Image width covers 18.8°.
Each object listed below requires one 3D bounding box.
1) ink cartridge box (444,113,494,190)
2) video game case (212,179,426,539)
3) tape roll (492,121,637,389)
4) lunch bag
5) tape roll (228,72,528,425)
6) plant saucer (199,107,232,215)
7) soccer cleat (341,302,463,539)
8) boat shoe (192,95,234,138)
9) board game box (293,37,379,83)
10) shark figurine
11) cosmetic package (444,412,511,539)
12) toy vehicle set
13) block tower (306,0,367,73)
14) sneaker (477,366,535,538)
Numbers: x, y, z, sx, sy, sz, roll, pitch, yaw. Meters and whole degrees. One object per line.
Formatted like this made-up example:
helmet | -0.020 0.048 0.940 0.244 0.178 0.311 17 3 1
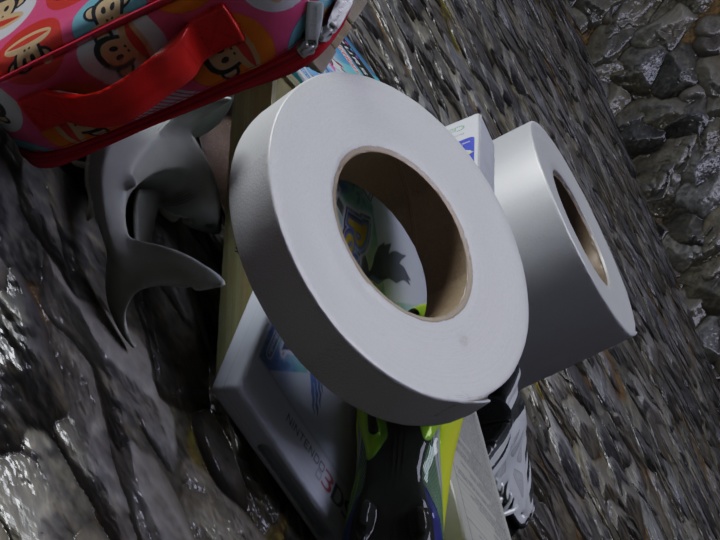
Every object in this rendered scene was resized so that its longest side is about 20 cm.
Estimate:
ink cartridge box | 0.046 -0.039 1.518 0.037 0.094 0.200 62 16 -23
video game case | -0.006 0.049 1.257 0.183 0.022 0.201 59 39 -39
tape roll | 0.128 -0.007 1.835 0.203 0.138 0.203 59 14 -25
lunch bag | -0.096 -0.134 1.053 0.082 0.199 0.177 53 29 -34
tape roll | 0.013 -0.012 1.197 0.202 0.037 0.204 29 46 -34
plant saucer | -0.048 -0.040 1.451 0.201 0.032 0.201 58 14 -23
soccer cleat | 0.025 0.112 1.242 0.084 0.064 0.201 94 6 -58
boat shoe | -0.146 -0.148 1.218 0.072 0.070 0.201 48 1 42
board game box | -0.056 -0.156 1.492 0.151 0.047 0.200 54 15 15
shark figurine | -0.103 -0.057 1.145 0.129 0.089 0.215 60 12 -12
cosmetic package | 0.043 0.148 1.356 0.104 0.073 0.201 53 18 -42
toy vehicle set | -0.041 -0.011 1.287 0.124 0.026 0.202 45 42 -56
block tower | -0.086 -0.179 1.288 0.199 0.054 0.058 27 -11 36
sneaker | 0.090 0.152 1.531 0.201 0.075 0.116 -54 130 -63
